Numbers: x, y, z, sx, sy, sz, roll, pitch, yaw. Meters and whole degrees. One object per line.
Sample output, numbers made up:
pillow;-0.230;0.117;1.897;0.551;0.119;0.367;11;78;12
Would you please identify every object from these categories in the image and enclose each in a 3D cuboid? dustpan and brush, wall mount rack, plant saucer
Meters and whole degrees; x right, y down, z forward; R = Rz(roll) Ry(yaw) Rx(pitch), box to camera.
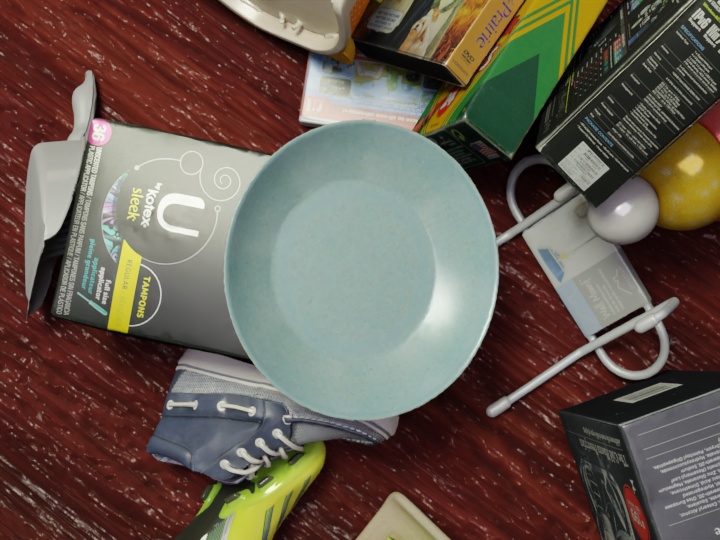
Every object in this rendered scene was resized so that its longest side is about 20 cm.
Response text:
dustpan and brush;-0.238;-0.078;0.776;0.056;0.140;0.204;1;65;-24
wall mount rack;0.147;0.018;0.767;0.173;0.074;0.202;-36;82;37
plant saucer;0.000;0.000;0.671;0.197;0.039;0.206;0;89;-16

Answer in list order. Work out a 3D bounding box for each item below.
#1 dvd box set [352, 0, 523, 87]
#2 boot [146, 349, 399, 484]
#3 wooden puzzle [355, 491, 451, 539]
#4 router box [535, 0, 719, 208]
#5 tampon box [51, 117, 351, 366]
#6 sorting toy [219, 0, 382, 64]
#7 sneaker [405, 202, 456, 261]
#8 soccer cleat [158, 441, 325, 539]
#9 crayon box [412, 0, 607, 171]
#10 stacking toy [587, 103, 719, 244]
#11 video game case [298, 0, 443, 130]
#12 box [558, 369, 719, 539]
dvd box set;0.088;-0.243;0.742;0.029;0.146;0.201;36;88;-37
boot;-0.069;0.126;0.736;0.197;0.073;0.092;9;68;30
wooden puzzle;0.026;0.301;0.726;0.184;0.037;0.201;38;90;32
router box;0.201;-0.147;0.676;0.062;0.201;0.150;41;118;-7
tampon box;-0.112;-0.015;0.748;0.196;0.126;0.153;11;87;3
sorting toy;-0.024;-0.278;0.765;0.198;0.107;0.182;29;81;31
sneaker;0.033;0.025;0.771;0.076;0.089;0.202;27;107;-16
soccer cleat;-0.097;0.213;0.772;0.200;0.065;0.084;-45;119;-8
crayon box;0.123;-0.175;0.742;0.050;0.127;0.202;35;80;-13
stacking toy;0.240;-0.081;0.703;0.198;0.146;0.148;-28;84;-24
video game case;0.031;-0.214;0.814;0.140;0.017;0.204;8;86;3
box;0.234;0.175;0.683;0.102;0.200;0.185;-19;84;-1
